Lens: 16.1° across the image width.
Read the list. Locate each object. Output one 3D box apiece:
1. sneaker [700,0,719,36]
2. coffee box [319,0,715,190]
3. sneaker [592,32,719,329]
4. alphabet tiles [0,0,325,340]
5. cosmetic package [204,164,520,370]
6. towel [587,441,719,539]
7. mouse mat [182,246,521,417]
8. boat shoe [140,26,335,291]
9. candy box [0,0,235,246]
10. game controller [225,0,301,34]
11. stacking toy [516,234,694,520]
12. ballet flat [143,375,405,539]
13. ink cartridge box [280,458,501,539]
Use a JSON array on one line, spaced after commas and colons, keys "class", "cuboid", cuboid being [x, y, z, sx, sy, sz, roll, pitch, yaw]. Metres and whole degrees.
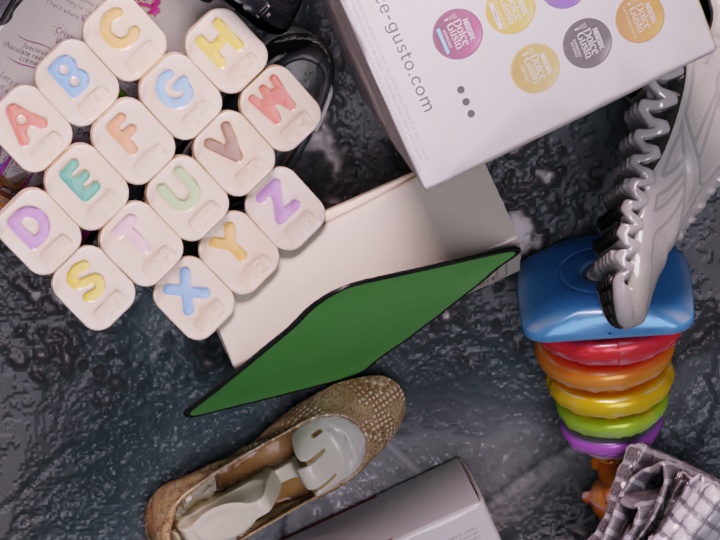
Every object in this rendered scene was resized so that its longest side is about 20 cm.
[{"class": "sneaker", "cuboid": [0.261, -0.187, 1.643, 0.087, 0.076, 0.200, 35, 99, -18]}, {"class": "coffee box", "cuboid": [0.071, -0.201, 1.542, 0.197, 0.200, 0.201, -25, 110, -1]}, {"class": "sneaker", "cuboid": [0.198, -0.058, 1.601, 0.080, 0.075, 0.201, 14, 86, -7]}, {"class": "alphabet tiles", "cuboid": [-0.123, -0.062, 1.555, 0.200, 0.015, 0.196, -44, 106, -4]}, {"class": "cosmetic package", "cuboid": [0.000, 0.000, 1.637, 0.199, 0.104, 0.073, -25, 78, -2]}, {"class": "towel", "cuboid": [0.210, 0.214, 1.721, 0.166, 0.086, 0.200, -54, 140, 6]}, {"class": "mouse mat", "cuboid": [-0.007, 0.039, 1.604, 0.160, 0.200, 0.008, -12, 71, -41]}, {"class": "boat shoe", "cuboid": [-0.084, -0.066, 1.634, 0.075, 0.060, 0.201, 26, 102, -16]}, {"class": "candy box", "cuboid": [-0.189, -0.118, 1.583, 0.136, 0.061, 0.201, 26, 103, -35]}, {"class": "game controller", "cuboid": [-0.114, -0.225, 1.556, 0.200, 0.104, 0.042, 39, 107, -18]}, {"class": "stacking toy", "cuboid": [0.169, 0.086, 1.711, 0.115, 0.110, 0.201, -5, 120, 4]}, {"class": "ballet flat", "cuboid": [-0.053, 0.140, 1.702, 0.199, 0.065, 0.071, -32, 110, 2]}, {"class": "ink cartridge box", "cuboid": [0.048, 0.255, 1.745, 0.145, 0.083, 0.201, -24, 110, -1]}]
